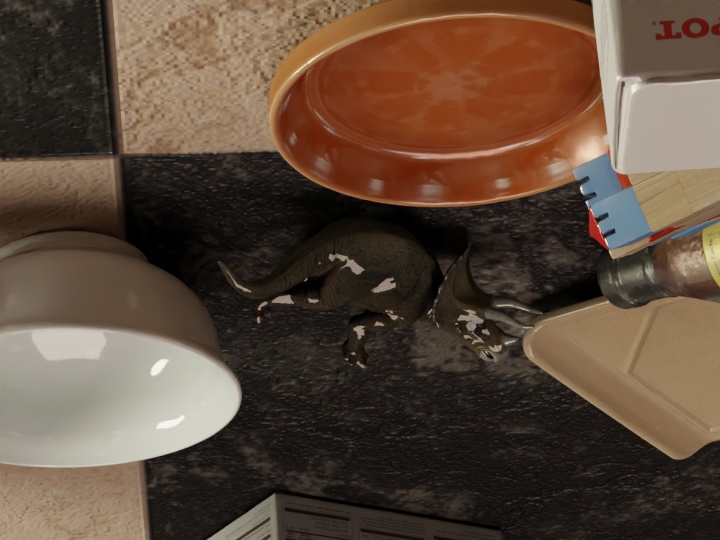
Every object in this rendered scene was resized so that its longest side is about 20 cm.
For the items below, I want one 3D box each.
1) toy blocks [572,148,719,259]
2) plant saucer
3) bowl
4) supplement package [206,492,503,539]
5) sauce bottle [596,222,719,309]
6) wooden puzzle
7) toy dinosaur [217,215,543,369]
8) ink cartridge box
[{"bbox_3d":[0.177,-0.054,1.382,0.137,0.100,0.200,-26,174,31],"label":"toy blocks"},{"bbox_3d":[0.052,-0.093,1.392,0.200,0.032,0.200,-3,153,-2],"label":"plant saucer"},{"bbox_3d":[-0.170,0.038,1.559,0.201,0.090,0.201,-4,154,-2],"label":"bowl"},{"bbox_3d":[-0.014,0.256,1.995,0.200,0.111,0.156,13,149,-29],"label":"supplement package"},{"bbox_3d":[0.219,-0.015,1.515,0.066,0.066,0.200,17,161,-36],"label":"sauce bottle"},{"bbox_3d":[0.231,0.045,1.661,0.200,0.037,0.185,-23,139,35],"label":"wooden puzzle"},{"bbox_3d":[0.000,0.000,1.548,0.200,0.077,0.102,26,129,-37],"label":"toy dinosaur"},{"bbox_3d":[0.167,-0.147,1.107,0.145,0.200,0.084,-4,154,0],"label":"ink cartridge box"}]
